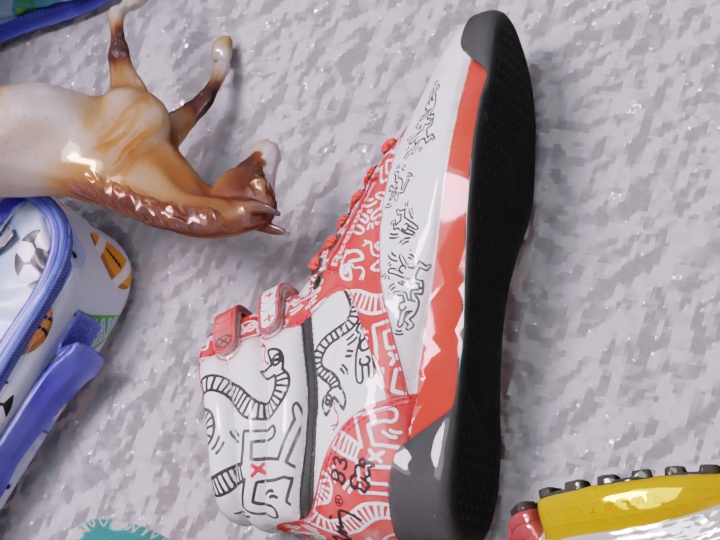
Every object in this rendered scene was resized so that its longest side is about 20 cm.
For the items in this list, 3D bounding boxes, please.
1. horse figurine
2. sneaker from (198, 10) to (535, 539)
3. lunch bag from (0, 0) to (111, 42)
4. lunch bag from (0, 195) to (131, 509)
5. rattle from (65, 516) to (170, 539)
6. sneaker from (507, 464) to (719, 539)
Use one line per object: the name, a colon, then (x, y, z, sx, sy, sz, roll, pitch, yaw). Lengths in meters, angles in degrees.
horse figurine: (-0.126, -0.065, 0.763, 0.200, 0.050, 0.133, 9, 46, -7)
sneaker: (0.000, 0.000, 0.722, 0.108, 0.067, 0.202, 0, 72, 24)
lunch bag: (-0.177, -0.191, 0.865, 0.200, 0.127, 0.170, -24, 62, 32)
lunch bag: (-0.189, 0.036, 0.800, 0.160, 0.076, 0.200, 28, 85, 30)
rattle: (-0.008, 0.117, 0.651, 0.143, 0.130, 0.200, -54, 29, 19)
sneaker: (0.143, 0.099, 0.612, 0.200, 0.078, 0.082, -16, 67, 31)
